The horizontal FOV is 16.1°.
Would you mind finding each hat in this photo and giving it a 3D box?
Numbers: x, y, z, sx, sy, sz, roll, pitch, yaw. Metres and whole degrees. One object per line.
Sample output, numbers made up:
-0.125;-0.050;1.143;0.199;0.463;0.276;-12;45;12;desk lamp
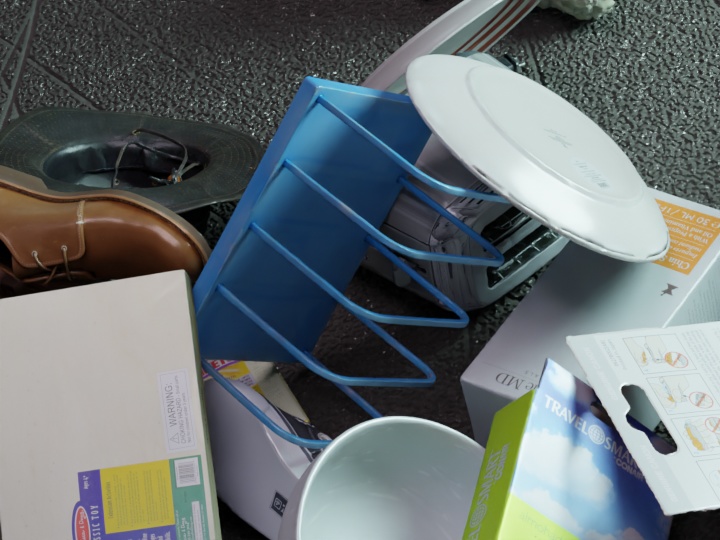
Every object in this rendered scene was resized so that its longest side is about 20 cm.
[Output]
-0.169;-0.051;1.813;0.201;0.081;0.201;4;26;-2;hat

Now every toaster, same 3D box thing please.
0.077;-0.062;1.744;0.200;0.114;0.129;-36;51;-25;toaster

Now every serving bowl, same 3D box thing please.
0.028;0.188;1.482;0.066;0.200;0.200;-36;24;45;serving bowl

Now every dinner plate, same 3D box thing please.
0.117;-0.078;1.603;0.024;0.200;0.200;-53;38;24;dinner plate
0.054;-0.153;1.798;0.200;0.200;0.024;-35;86;-19;dinner plate

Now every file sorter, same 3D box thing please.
0.000;0.000;1.604;0.123;0.139;0.200;38;109;31;file sorter

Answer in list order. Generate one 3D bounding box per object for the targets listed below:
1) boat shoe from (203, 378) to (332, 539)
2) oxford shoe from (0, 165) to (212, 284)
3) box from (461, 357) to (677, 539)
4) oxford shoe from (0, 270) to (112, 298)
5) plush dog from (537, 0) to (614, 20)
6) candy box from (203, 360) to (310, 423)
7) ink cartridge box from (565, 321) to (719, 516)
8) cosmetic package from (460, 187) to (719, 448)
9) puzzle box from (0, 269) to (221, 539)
-0.030;0.134;1.607;0.068;0.072;0.200;-4;33;-44;boat shoe
-0.190;-0.013;1.686;0.200;0.071;0.071;10;44;26;oxford shoe
0.120;0.164;1.492;0.048;0.122;0.200;-35;27;44;box
-0.180;0.017;1.754;0.200;0.071;0.074;14;43;39;oxford shoe
0.105;-0.293;1.922;0.160;0.172;0.200;-11;45;6;plush dog
-0.140;0.116;1.686;0.200;0.026;0.102;-25;44;-9;candy box
0.239;0.096;1.538;0.200;0.050;0.161;-7;41;-19;ink cartridge box
0.163;0.039;1.644;0.101;0.071;0.200;19;54;31;cosmetic package
-0.159;0.107;1.562;0.133;0.025;0.200;-8;74;5;puzzle box
